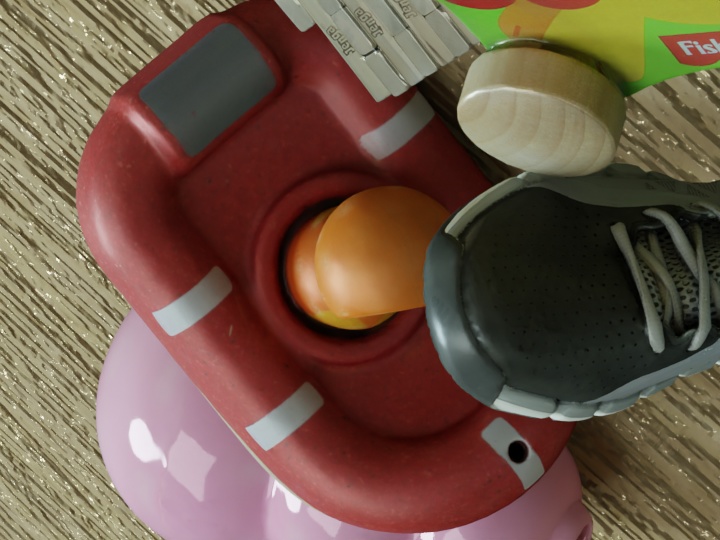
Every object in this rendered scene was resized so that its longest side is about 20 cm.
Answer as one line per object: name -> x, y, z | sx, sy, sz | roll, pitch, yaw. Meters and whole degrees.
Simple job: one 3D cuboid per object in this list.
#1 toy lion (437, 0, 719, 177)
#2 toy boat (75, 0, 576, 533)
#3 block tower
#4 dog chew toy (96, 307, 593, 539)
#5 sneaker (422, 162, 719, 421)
toy lion -> 0.060, -0.101, 0.702 | 0.199, 0.069, 0.192 | -1, 151, 34
toy boat -> 0.000, 0.000, 0.953 | 0.200, 0.130, 0.131 | 51, 167, -10
block tower -> 0.049, -0.113, 0.855 | 0.058, 0.054, 0.200 | 51, 149, -9
dog chew toy -> -0.003, 0.070, 1.073 | 0.199, 0.125, 0.125 | 21, 142, 20
sneaker -> 0.119, -0.010, 0.790 | 0.115, 0.199, 0.075 | -24, 77, 48
